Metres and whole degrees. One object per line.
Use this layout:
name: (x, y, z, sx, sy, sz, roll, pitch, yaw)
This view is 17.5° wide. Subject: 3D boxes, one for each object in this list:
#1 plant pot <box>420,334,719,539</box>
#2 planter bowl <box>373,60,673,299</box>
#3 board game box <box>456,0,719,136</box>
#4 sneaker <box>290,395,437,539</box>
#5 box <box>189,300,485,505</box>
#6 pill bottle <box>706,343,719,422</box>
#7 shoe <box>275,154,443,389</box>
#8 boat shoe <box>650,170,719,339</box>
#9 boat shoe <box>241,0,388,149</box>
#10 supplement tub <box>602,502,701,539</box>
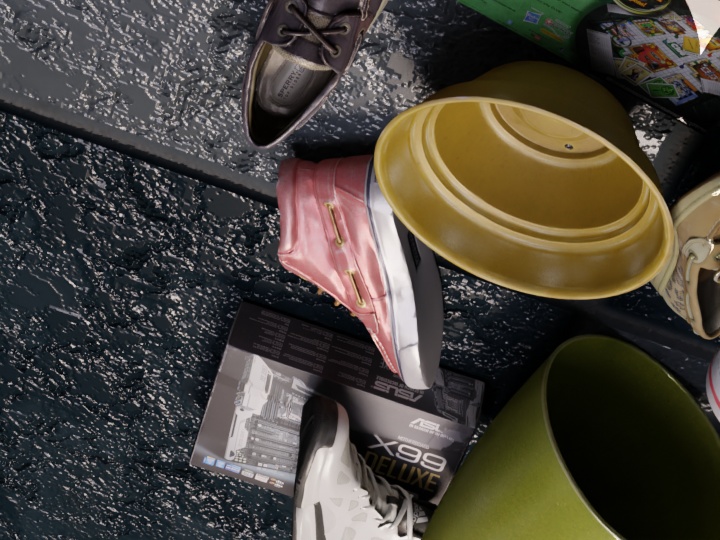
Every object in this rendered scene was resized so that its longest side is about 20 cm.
plant pot: (0.139, 0.178, 1.688, 0.186, 0.188, 0.200, 34, 129, -19)
planter bowl: (0.115, -0.075, 1.503, 0.199, 0.084, 0.201, 17, 149, 11)
board game box: (0.159, -0.163, 1.448, 0.199, 0.024, 0.105, 27, 140, -13)
sneaker: (0.008, 0.160, 1.755, 0.114, 0.076, 0.201, 5, 146, 0)
box: (-0.019, 0.117, 1.797, 0.198, 0.050, 0.158, 19, 139, -3)
pill bottle: (0.309, 0.032, 1.549, 0.108, 0.109, 0.201, 17, 140, -1)
shoe: (0.000, 0.000, 1.650, 0.090, 0.072, 0.201, 2, 132, 18)
boat shoe: (0.236, -0.017, 1.509, 0.073, 0.063, 0.200, -27, 163, -10)
boat shoe: (-0.030, -0.152, 1.489, 0.071, 0.065, 0.200, 24, 138, -6)
supplement tub: (0.253, 0.217, 1.762, 0.199, 0.123, 0.123, -17, 129, 33)
